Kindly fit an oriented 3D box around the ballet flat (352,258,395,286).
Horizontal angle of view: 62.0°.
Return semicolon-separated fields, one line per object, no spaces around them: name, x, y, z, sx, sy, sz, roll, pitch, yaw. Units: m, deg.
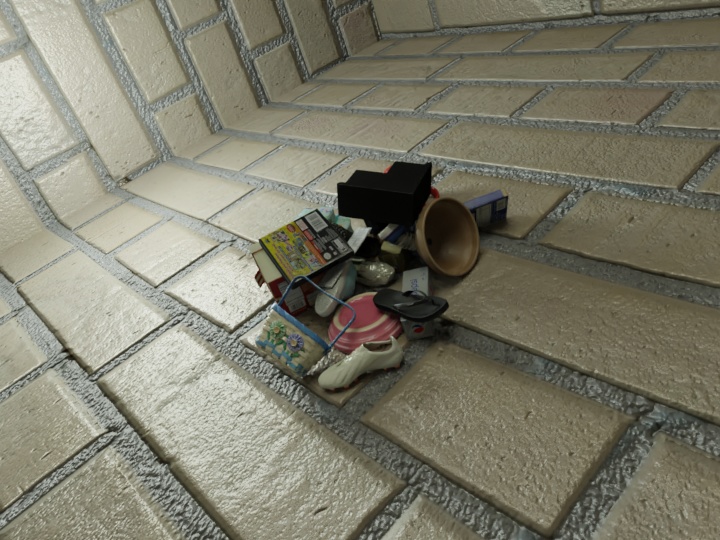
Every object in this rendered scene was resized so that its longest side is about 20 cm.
ballet flat;0.000;0.000;1.624;0.199;0.072;0.072;7;41;42

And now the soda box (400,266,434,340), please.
soda box;0.138;0.076;1.437;0.068;0.064;0.200;-13;33;14

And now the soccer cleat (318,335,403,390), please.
soccer cleat;-0.004;0.199;1.317;0.199;0.078;0.069;-20;31;1

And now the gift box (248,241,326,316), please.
gift box;-0.190;0.007;1.627;0.184;0.201;0.187;-23;47;-12

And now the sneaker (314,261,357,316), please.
sneaker;-0.049;0.051;1.524;0.074;0.082;0.201;-19;34;39

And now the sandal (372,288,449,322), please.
sandal;0.105;0.072;1.359;0.199;0.043;0.076;7;42;39

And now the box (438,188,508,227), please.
box;0.302;-0.149;1.635;0.199;0.121;0.033;-21;63;0

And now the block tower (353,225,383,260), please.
block tower;0.026;-0.083;1.754;0.057;0.054;0.200;-4;35;26

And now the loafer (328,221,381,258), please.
loafer;-0.042;-0.073;1.622;0.199;0.071;0.073;20;79;6

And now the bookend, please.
bookend;0.066;-0.211;1.552;0.199;0.093;0.199;9;35;16

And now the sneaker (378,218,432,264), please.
sneaker;0.144;-0.075;1.580;0.081;0.147;0.200;-40;-7;33

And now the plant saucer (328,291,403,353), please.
plant saucer;0.012;0.117;1.459;0.199;0.051;0.201;-14;33;9

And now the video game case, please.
video game case;-0.140;-0.059;1.526;0.180;0.026;0.200;-29;50;-14

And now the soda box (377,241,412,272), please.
soda box;0.112;-0.076;1.684;0.067;0.064;0.200;-4;35;24

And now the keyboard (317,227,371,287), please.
keyboard;-0.039;-0.035;1.531;0.056;0.011;0.200;-1;49;52

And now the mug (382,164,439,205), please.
mug;0.151;-0.231;1.839;0.177;0.134;0.200;-18;35;8

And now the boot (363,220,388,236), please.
boot;0.089;-0.160;1.634;0.162;0.074;0.198;-27;2;0

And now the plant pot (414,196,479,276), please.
plant pot;0.204;-0.081;1.532;0.201;0.201;0.092;-43;19;-32

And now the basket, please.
basket;-0.129;0.131;1.386;0.176;0.139;0.200;31;74;16

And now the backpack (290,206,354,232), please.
backpack;-0.116;-0.102;1.786;0.199;0.151;0.178;5;38;28
